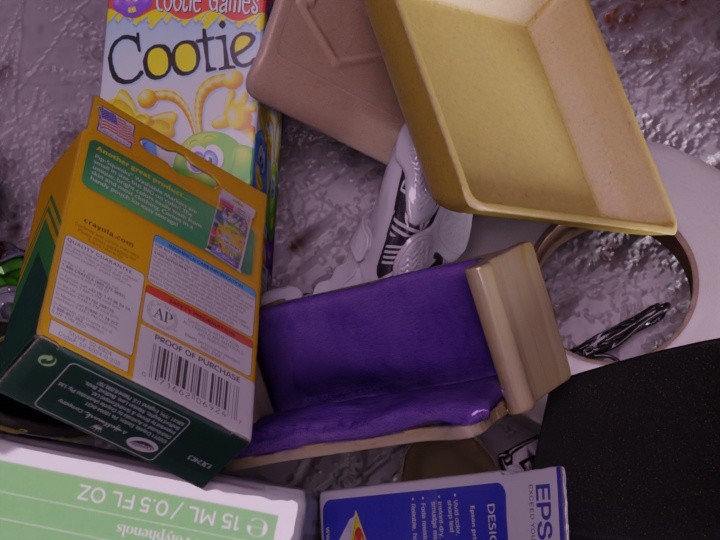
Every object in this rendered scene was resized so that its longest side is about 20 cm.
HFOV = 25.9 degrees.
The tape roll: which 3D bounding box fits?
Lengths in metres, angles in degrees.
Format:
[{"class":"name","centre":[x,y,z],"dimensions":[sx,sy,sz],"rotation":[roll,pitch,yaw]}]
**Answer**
[{"class":"tape roll","centre":[0.158,0.013,0.982],"dimensions":[0.202,0.037,0.203],"rotation":[-4,70,10]}]

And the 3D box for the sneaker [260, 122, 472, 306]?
[{"class":"sneaker","centre":[0.000,0.000,0.967],"dimensions":[0.115,0.075,0.200],"rotation":[13,105,31]}]

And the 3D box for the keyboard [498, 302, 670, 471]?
[{"class":"keyboard","centre":[0.179,0.085,0.991],"dimensions":[0.200,0.021,0.127],"rotation":[-26,78,-1]}]

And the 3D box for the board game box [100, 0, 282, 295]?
[{"class":"board game box","centre":[-0.108,-0.085,1.011],"dimensions":[0.103,0.105,0.200],"rotation":[2,80,6]}]

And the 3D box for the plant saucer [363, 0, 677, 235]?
[{"class":"plant saucer","centre":[0.086,-0.105,0.942],"dimensions":[0.048,0.200,0.200],"rotation":[-36,62,38]}]

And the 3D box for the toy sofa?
[{"class":"toy sofa","centre":[0.006,0.049,0.873],"dimensions":[0.200,0.098,0.083],"rotation":[-13,96,38]}]

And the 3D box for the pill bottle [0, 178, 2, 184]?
[{"class":"pill bottle","centre":[-0.332,-0.016,1.016],"dimensions":[0.200,0.112,0.112],"rotation":[-44,78,-3]}]

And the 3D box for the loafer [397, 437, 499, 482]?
[{"class":"loafer","centre":[0.060,0.162,0.922],"dimensions":[0.076,0.068,0.200],"rotation":[0,43,-5]}]

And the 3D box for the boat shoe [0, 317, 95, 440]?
[{"class":"boat shoe","centre":[-0.153,0.063,0.871],"dimensions":[0.061,0.201,0.072],"rotation":[19,98,40]}]

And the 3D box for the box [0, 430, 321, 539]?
[{"class":"box","centre":[-0.129,0.195,0.908],"dimensions":[0.199,0.200,0.172],"rotation":[10,82,7]}]

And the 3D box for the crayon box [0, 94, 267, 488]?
[{"class":"crayon box","centre":[-0.118,0.007,0.852],"dimensions":[0.126,0.200,0.052],"rotation":[30,126,-23]}]

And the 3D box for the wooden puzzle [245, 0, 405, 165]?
[{"class":"wooden puzzle","centre":[0.027,-0.171,1.006],"dimensions":[0.185,0.046,0.200],"rotation":[24,83,-33]}]

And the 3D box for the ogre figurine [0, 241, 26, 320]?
[{"class":"ogre figurine","centre":[-0.224,0.014,0.944],"dimensions":[0.120,0.200,0.098],"rotation":[40,61,18]}]

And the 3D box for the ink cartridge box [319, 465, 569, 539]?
[{"class":"ink cartridge box","centre":[0.054,0.204,0.791],"dimensions":[0.047,0.200,0.198],"rotation":[6,77,-38]}]

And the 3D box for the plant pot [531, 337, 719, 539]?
[{"class":"plant pot","centre":[0.185,0.157,0.861],"dimensions":[0.177,0.200,0.200],"rotation":[2,38,16]}]
